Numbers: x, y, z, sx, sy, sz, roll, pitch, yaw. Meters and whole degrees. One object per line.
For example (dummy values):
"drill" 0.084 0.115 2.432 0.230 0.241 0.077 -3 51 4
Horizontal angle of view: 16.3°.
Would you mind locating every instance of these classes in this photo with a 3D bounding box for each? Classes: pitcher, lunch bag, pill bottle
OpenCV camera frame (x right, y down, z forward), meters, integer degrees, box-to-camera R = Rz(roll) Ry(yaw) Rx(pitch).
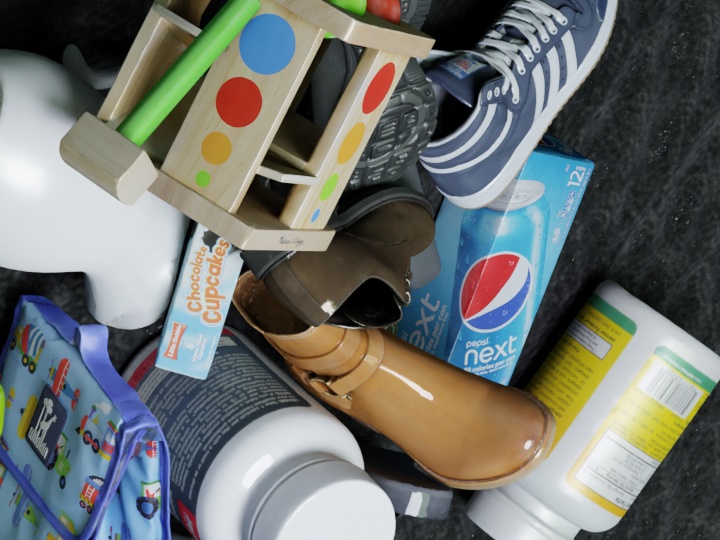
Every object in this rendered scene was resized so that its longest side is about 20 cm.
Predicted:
"pitcher" -0.171 -0.074 1.497 0.200 0.121 0.172 33 76 -52
"lunch bag" -0.173 0.121 1.556 0.094 0.151 0.201 -8 124 -31
"pill bottle" -0.068 0.126 1.611 0.119 0.200 0.120 -16 122 -27
"pill bottle" 0.165 0.117 1.828 0.113 0.113 0.200 32 93 -41

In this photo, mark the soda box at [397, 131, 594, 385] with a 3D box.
"soda box" 0.086 0.000 1.737 0.064 0.068 0.201 8 110 -38

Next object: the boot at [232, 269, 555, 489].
"boot" 0.016 0.066 1.597 0.155 0.199 0.074 43 68 -43

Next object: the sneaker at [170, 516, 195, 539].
"sneaker" -0.093 0.179 1.718 0.200 0.074 0.085 17 98 -49

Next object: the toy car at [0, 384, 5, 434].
"toy car" -0.320 0.115 1.476 0.199 0.158 0.165 -5 128 -20

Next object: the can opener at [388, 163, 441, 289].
"can opener" 0.023 -0.079 1.660 0.066 0.053 0.201 -27 127 -22

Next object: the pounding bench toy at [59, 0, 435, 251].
"pounding bench toy" -0.068 -0.109 1.374 0.157 0.124 0.200 -62 161 11

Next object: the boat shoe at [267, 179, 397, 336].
"boat shoe" -0.012 0.003 1.677 0.067 0.057 0.201 -33 129 -16

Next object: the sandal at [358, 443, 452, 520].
"sandal" 0.006 0.146 1.689 0.076 0.200 0.043 12 93 -11

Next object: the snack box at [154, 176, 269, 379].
"snack box" -0.081 -0.045 1.565 0.037 0.116 0.201 17 107 -5

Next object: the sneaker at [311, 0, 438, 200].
"sneaker" -0.001 -0.137 1.554 0.076 0.091 0.201 -14 130 -25

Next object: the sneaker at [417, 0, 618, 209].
"sneaker" 0.096 -0.144 1.636 0.201 0.070 0.108 -60 149 -4

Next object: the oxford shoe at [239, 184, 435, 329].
"oxford shoe" 0.000 0.000 1.563 0.073 0.085 0.200 -40 172 29
